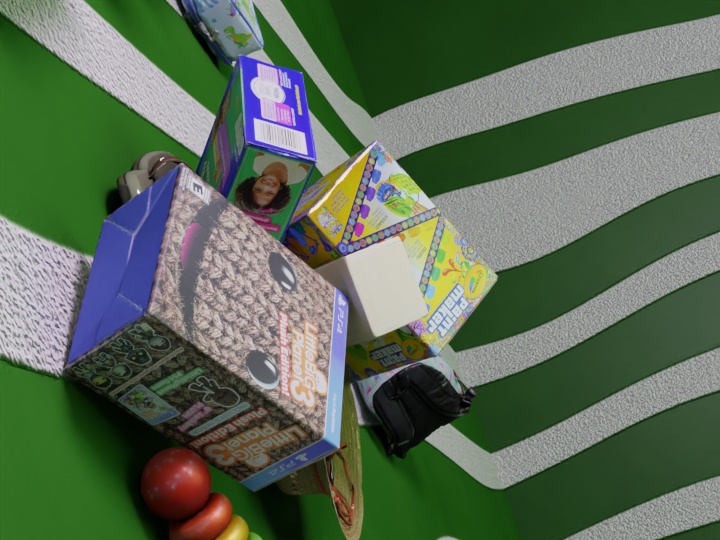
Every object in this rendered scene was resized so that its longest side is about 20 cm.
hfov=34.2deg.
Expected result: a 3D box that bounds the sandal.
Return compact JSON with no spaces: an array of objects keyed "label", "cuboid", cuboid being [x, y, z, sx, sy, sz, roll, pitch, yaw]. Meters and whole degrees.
[{"label":"sandal","cuboid":[-0.186,-0.074,1.134,0.201,0.057,0.080,-93,161,-76]}]

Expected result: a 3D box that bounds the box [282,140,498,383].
[{"label":"box","cuboid":[0.000,0.000,1.235,0.193,0.122,0.200,48,-29,-10]}]

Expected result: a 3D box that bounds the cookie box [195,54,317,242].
[{"label":"cookie box","cuboid":[-0.117,-0.080,1.155,0.172,0.075,0.201,-101,-149,-52]}]

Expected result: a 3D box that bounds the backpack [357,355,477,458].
[{"label":"backpack","cuboid":[0.066,0.177,1.795,0.127,0.167,0.200,50,-1,39]}]

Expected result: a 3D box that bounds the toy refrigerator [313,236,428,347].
[{"label":"toy refrigerator","cuboid":[-0.021,0.032,1.093,0.200,0.070,0.077,-24,-92,60]}]

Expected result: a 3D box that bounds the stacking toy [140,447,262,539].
[{"label":"stacking toy","cuboid":[-0.104,0.225,0.902,0.201,0.085,0.085,60,11,-16]}]

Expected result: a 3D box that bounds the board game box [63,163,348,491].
[{"label":"board game box","cuboid":[-0.112,0.047,0.921,0.200,0.096,0.160,39,36,-32]}]

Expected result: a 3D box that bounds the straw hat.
[{"label":"straw hat","cuboid":[-0.057,0.184,1.209,0.201,0.084,0.203,-9,90,-80]}]

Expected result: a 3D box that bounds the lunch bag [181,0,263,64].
[{"label":"lunch bag","cuboid":[-0.209,-0.409,1.701,0.161,0.082,0.201,54,17,-54]}]
